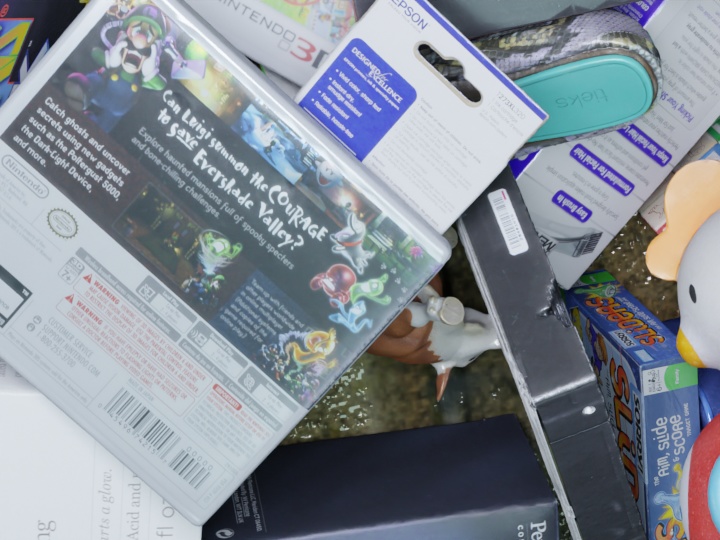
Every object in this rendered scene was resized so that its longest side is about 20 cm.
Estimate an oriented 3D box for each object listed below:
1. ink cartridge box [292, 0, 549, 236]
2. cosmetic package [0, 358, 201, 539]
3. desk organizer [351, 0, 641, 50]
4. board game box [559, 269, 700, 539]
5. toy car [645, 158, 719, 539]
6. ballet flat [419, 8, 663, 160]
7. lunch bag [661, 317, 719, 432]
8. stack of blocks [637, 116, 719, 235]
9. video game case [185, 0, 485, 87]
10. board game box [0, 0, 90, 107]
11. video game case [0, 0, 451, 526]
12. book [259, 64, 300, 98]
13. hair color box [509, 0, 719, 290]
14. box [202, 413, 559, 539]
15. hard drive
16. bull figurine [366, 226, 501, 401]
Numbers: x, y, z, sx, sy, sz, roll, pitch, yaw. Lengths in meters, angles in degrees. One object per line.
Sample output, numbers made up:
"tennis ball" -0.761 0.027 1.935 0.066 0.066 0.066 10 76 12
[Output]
"ink cartridge box" -0.001 -0.045 0.972 0.095 0.037 0.200 42 126 -1
"cosmetic package" -0.185 0.106 1.074 0.198 0.165 0.166 1 109 -8
"desk organizer" 0.090 -0.164 0.985 0.198 0.077 0.072 -12 109 2
"board game box" 0.151 0.117 1.143 0.034 0.135 0.202 -10 111 -12
"toy car" 0.201 0.040 1.000 0.176 0.184 0.201 -36 69 2
"ballet flat" 0.052 -0.084 1.012 0.198 0.072 0.073 -14 113 17
"lunch bag" 0.235 0.113 1.154 0.131 0.136 0.202 -17 112 -1
"stack of blocks" 0.248 -0.069 1.100 0.200 0.115 0.059 -42 110 7
"video game case" 0.003 -0.187 1.026 0.181 0.022 0.201 28 105 -11
"board game box" -0.197 -0.092 1.000 0.056 0.165 0.201 29 106 12
"video game case" -0.089 -0.010 0.949 0.200 0.023 0.182 42 102 -7
"book" -0.019 -0.200 1.053 0.132 0.048 0.201 -20 110 2
"hair color box" 0.132 -0.095 1.076 0.200 0.065 0.109 -51 143 8
"box" 0.011 0.204 1.164 0.196 0.123 0.202 -8 111 -7
"hard drive" 0.096 0.056 1.029 0.038 0.141 0.200 -21 144 4
"bull figurine" 0.000 0.000 1.096 0.199 0.121 0.066 27 67 -9
